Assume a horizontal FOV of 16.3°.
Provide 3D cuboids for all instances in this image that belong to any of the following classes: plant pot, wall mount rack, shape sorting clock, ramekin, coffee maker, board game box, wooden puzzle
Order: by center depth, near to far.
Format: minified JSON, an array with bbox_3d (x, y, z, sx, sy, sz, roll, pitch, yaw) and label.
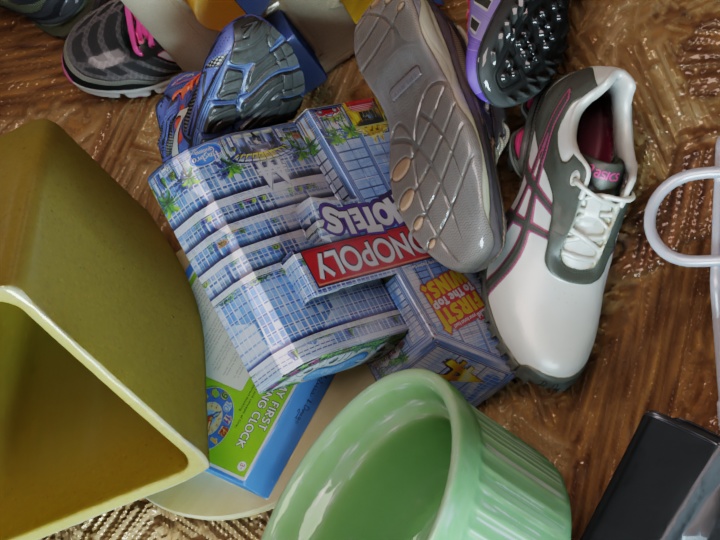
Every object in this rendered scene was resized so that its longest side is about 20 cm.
[{"bbox_3d":[0.159,0.185,1.416,0.192,0.135,0.200,27,82,26],"label":"coffee maker"},{"bbox_3d":[0.030,0.165,1.435,0.200,0.098,0.200,-45,27,31],"label":"ramekin"},{"bbox_3d":[0.269,0.003,1.476,0.200,0.075,0.174,-2,68,19],"label":"wall mount rack"},{"bbox_3d":[0.000,0.000,1.523,0.062,0.200,0.200,-41,72,39],"label":"board game box"},{"bbox_3d":[-0.216,0.025,1.561,0.195,0.194,0.200,-24,40,26],"label":"plant pot"},{"bbox_3d":[-0.036,-0.179,1.577,0.200,0.185,0.046,-30,54,9],"label":"wooden puzzle"},{"bbox_3d":[-0.076,0.063,1.591,0.200,0.039,0.200,-13,59,23],"label":"shape sorting clock"}]

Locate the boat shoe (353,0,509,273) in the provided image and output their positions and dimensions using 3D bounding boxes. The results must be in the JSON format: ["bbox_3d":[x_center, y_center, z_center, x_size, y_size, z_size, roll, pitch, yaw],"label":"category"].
[{"bbox_3d":[0.059,-0.088,1.542,0.074,0.073,0.200,-38,55,39],"label":"boat shoe"}]

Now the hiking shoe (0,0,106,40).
[{"bbox_3d":[-0.269,-0.226,1.724,0.200,0.101,0.076,20,79,24],"label":"hiking shoe"}]

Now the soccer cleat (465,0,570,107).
[{"bbox_3d":[0.094,-0.171,1.570,0.073,0.068,0.200,-2,44,29],"label":"soccer cleat"}]

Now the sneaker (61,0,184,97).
[{"bbox_3d":[-0.114,-0.175,1.659,0.200,0.087,0.074,-15,68,14],"label":"sneaker"}]

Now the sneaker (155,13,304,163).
[{"bbox_3d":[-0.094,-0.098,1.567,0.075,0.200,0.078,-26,70,-28],"label":"sneaker"}]

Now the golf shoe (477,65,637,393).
[{"bbox_3d":[0.123,-0.029,1.515,0.077,0.088,0.200,11,74,-20],"label":"golf shoe"}]
